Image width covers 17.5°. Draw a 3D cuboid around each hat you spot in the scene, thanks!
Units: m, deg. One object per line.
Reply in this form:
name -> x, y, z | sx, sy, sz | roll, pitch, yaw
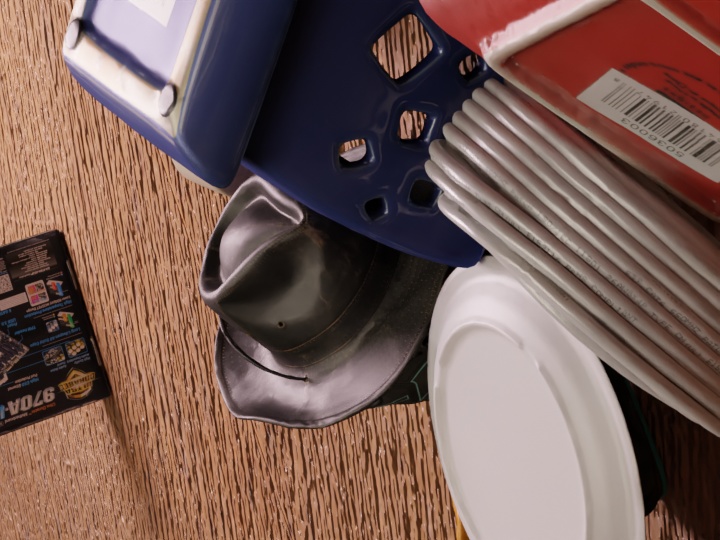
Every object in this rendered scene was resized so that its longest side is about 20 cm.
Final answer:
hat -> -0.034, -0.010, 1.287 | 0.081, 0.201, 0.200 | 35, 176, -32

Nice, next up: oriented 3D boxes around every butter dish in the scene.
butter dish -> 0.154, -0.120, 0.913 | 0.199, 0.148, 0.199 | 32, 161, -15

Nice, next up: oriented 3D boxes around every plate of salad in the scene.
plate of salad -> 0.091, 0.088, 1.158 | 0.200, 0.048, 0.201 | 41, 139, 49

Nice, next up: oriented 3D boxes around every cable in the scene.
cable -> 0.117, -0.004, 1.033 | 0.200, 0.069, 0.200 | 45, -172, 31

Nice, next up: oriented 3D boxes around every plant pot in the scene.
plant pot -> -0.026, -0.135, 1.152 | 0.200, 0.179, 0.201 | 38, 112, 54

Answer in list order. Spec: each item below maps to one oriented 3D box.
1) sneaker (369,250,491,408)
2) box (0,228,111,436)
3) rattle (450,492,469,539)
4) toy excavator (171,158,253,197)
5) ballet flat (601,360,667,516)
sneaker -> 0.039, 0.040, 1.351 | 0.076, 0.079, 0.200 | 65, 155, 15
box -> -0.335, 0.067, 2.049 | 0.046, 0.199, 0.160 | -9, 99, 64
rattle -> 0.083, 0.159, 1.258 | 0.200, 0.129, 0.144 | 7, -80, -75
toy excavator -> -0.055, -0.167, 1.312 | 0.100, 0.195, 0.201 | 21, 150, 42
ballet flat -> 0.104, 0.041, 1.219 | 0.068, 0.068, 0.201 | -18, 90, 68
